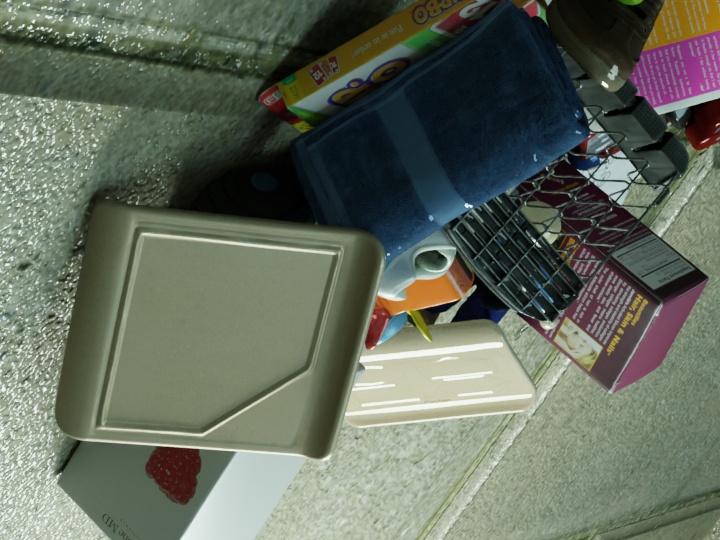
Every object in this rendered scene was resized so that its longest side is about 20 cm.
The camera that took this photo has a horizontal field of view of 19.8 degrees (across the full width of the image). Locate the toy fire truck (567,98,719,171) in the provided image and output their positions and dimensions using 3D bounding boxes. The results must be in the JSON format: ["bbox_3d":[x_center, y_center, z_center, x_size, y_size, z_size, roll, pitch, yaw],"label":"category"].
[{"bbox_3d":[0.256,-0.149,1.818,0.167,0.112,0.200,-29,173,0],"label":"toy fire truck"}]

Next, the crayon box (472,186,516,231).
[{"bbox_3d":[0.085,-0.108,1.656,0.126,0.052,0.200,-47,158,-3],"label":"crayon box"}]

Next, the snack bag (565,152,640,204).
[{"bbox_3d":[0.217,-0.067,2.004,0.188,0.021,0.201,-28,150,-41],"label":"snack bag"}]

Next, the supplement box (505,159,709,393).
[{"bbox_3d":[0.193,-0.003,1.825,0.085,0.200,0.111,-23,147,-47],"label":"supplement box"}]

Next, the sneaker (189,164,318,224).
[{"bbox_3d":[-0.049,-0.039,1.493,0.200,0.073,0.082,-27,151,-40],"label":"sneaker"}]

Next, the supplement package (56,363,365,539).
[{"bbox_3d":[-0.115,0.118,1.565,0.120,0.121,0.200,-5,132,-58],"label":"supplement package"}]

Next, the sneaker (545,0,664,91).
[{"bbox_3d":[0.179,-0.193,1.434,0.076,0.070,0.200,-45,-166,24],"label":"sneaker"}]

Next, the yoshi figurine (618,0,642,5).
[{"bbox_3d":[0.139,-0.270,1.362,0.112,0.201,0.112,-19,-164,16],"label":"yoshi figurine"}]

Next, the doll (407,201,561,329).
[{"bbox_3d":[0.118,0.003,1.796,0.048,0.136,0.200,-38,171,-42],"label":"doll"}]

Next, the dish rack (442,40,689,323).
[{"bbox_3d":[0.144,-0.067,1.520,0.200,0.153,0.054,-48,-163,-18],"label":"dish rack"}]

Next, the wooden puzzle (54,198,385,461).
[{"bbox_3d":[-0.098,0.041,1.411,0.199,0.037,0.186,8,118,-13],"label":"wooden puzzle"}]

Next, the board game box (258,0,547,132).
[{"bbox_3d":[0.031,-0.148,1.434,0.199,0.030,0.095,-26,160,14],"label":"board game box"}]

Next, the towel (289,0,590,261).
[{"bbox_3d":[0.052,-0.089,1.401,0.199,0.112,0.048,-30,158,17],"label":"towel"}]

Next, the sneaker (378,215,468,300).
[{"bbox_3d":[0.048,-0.036,1.521,0.200,0.080,0.071,-40,160,-44],"label":"sneaker"}]

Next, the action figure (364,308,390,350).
[{"bbox_3d":[-0.075,0.018,1.492,0.199,0.065,0.052,18,113,-35],"label":"action figure"}]

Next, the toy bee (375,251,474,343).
[{"bbox_3d":[0.000,0.000,1.621,0.109,0.199,0.131,-70,153,-50],"label":"toy bee"}]

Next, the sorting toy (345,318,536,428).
[{"bbox_3d":[0.051,0.087,1.814,0.184,0.037,0.200,-7,158,12],"label":"sorting toy"}]

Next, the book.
[{"bbox_3d":[0.220,-0.183,1.568,0.199,0.134,0.048,-14,-157,10],"label":"book"}]
